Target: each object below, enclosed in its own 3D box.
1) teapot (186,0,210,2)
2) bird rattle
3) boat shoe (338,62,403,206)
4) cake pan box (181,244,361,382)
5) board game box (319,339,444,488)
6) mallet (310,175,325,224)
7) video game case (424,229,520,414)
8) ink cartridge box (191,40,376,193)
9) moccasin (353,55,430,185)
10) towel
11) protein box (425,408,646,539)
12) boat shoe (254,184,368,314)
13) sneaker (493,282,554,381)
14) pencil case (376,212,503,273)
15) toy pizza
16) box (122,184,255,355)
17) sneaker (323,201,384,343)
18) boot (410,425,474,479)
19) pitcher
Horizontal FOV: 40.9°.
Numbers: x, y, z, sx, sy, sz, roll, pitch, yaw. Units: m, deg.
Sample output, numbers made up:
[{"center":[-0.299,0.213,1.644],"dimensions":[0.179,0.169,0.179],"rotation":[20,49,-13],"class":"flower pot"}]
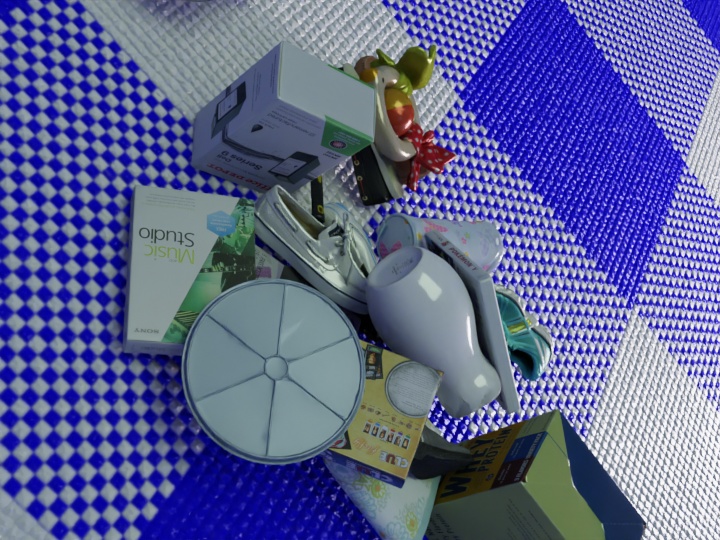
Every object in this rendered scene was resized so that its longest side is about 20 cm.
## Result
[{"center":[-0.225,-0.444,1.256],"dimensions":[0.196,0.146,0.202],"rotation":[-17,106,-16],"class":"teapot"},{"center":[0.048,-0.207,1.323],"dimensions":[0.163,0.112,0.202],"rotation":[-14,100,-59],"class":"bird rattle"},{"center":[-0.002,-0.187,1.347],"dimensions":[0.074,0.063,0.203],"rotation":[-57,129,-66],"class":"boat shoe"},{"center":[-0.098,0.092,1.162],"dimensions":[0.184,0.052,0.201],"rotation":[38,49,-25],"class":"cake pan box"},{"center":[-0.023,0.140,1.072],"dimensions":[0.199,0.035,0.136],"rotation":[21,62,5],"class":"board game box"},{"center":[-0.067,-0.142,1.285],"dimensions":[0.066,0.041,0.201],"rotation":[32,37,-25],"class":"mallet"},{"center":[0.147,0.064,1.275],"dimensions":[0.023,0.182,0.201],"rotation":[-21,117,-10],"class":"video game case"},{"center":[-0.097,-0.177,1.192],"dimensions":[0.145,0.199,0.085],"rotation":[19,60,-34],"class":"ink cartridge box"},{"center":[0.050,-0.229,1.435],"dimensions":[0.073,0.078,0.203],"rotation":[-11,77,-47],"class":"moccasin"},{"center":[0.033,0.224,1.190],"dimensions":[0.172,0.048,0.200],"rotation":[52,33,-19],"class":"towel"},{"center":[0.210,0.314,1.221],"dimensions":[0.199,0.200,0.135],"rotation":[51,45,-9],"class":"protein box"},{"center":[-0.041,-0.035,1.199],"dimensions":[0.202,0.086,0.075],"rotation":[41,21,-7],"class":"boat shoe"},{"center":[0.215,0.086,1.434],"dimensions":[0.200,0.077,0.080],"rotation":[41,56,-20],"class":"sneaker"},{"center":[0.117,-0.038,1.399],"dimensions":[0.199,0.083,0.091],"rotation":[1,50,-42],"class":"pencil case"},{"center":[-0.092,0.107,1.033],"dimensions":[0.199,0.032,0.202],"rotation":[5,71,-14],"class":"toy pizza"},{"center":[-0.191,0.001,1.093],"dimensions":[0.143,0.036,0.201],"rotation":[6,61,-18],"class":"box"},{"center":[0.000,0.000,1.285],"dimensions":[0.072,0.072,0.201],"rotation":[-28,93,-55],"class":"sneaker"},{"center":[0.063,0.176,1.165],"dimensions":[0.200,0.070,0.132],"rotation":[26,42,-53],"class":"boot"},{"center":[0.085,0.063,1.213],"dimensions":[0.201,0.121,0.172],"rotation":[57,2,-25],"class":"pitcher"}]
